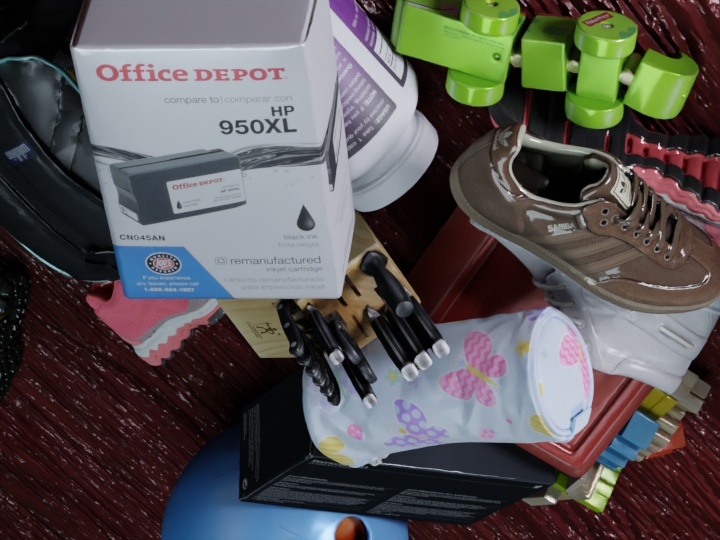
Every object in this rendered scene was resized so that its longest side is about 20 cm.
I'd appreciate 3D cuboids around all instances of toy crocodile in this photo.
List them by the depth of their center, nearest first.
[{"bbox_3d":[0.116,-0.140,1.386,0.198,0.062,0.068,13,125,12],"label":"toy crocodile"}]

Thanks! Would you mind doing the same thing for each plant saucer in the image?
[{"bbox_3d":[0.132,0.037,1.529,0.199,0.037,0.200,31,111,-13],"label":"plant saucer"}]

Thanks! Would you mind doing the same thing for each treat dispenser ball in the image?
[{"bbox_3d":[-0.061,0.217,1.754,0.199,0.202,0.202,11,140,9],"label":"treat dispenser ball"}]

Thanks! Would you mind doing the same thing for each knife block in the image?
[{"bbox_3d":[0.000,0.000,1.465,0.175,0.201,0.064,-4,136,36],"label":"knife block"}]

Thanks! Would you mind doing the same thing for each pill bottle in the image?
[{"bbox_3d":[-0.040,-0.131,1.412,0.112,0.113,0.200,-20,127,38],"label":"pill bottle"}]

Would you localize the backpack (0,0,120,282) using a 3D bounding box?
[{"bbox_3d":[-0.190,-0.095,1.481,0.175,0.154,0.200,-21,119,38],"label":"backpack"}]

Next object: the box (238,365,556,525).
[{"bbox_3d":[0.026,0.131,1.627,0.199,0.079,0.141,9,160,-24],"label":"box"}]

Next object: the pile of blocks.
[{"bbox_3d":[0.202,0.138,1.650,0.062,0.082,0.200,30,139,-13],"label":"pile of blocks"}]

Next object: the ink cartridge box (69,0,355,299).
[{"bbox_3d":[-0.086,-0.082,1.329,0.143,0.085,0.201,0,132,8],"label":"ink cartridge box"}]

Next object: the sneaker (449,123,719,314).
[{"bbox_3d":[0.155,-0.032,1.368,0.199,0.071,0.076,21,152,-16],"label":"sneaker"}]

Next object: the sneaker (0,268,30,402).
[{"bbox_3d":[-0.326,0.062,1.793,0.085,0.078,0.201,22,132,6],"label":"sneaker"}]

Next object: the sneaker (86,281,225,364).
[{"bbox_3d":[-0.143,0.002,1.628,0.087,0.074,0.200,33,139,-14],"label":"sneaker"}]

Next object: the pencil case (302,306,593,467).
[{"bbox_3d":[0.056,0.080,1.458,0.199,0.091,0.083,-11,175,34],"label":"pencil case"}]

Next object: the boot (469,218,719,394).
[{"bbox_3d":[0.145,0.017,1.454,0.199,0.074,0.096,22,101,-12],"label":"boot"}]

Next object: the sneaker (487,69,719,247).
[{"bbox_3d":[0.167,-0.061,1.442,0.199,0.074,0.087,24,142,-6],"label":"sneaker"}]
